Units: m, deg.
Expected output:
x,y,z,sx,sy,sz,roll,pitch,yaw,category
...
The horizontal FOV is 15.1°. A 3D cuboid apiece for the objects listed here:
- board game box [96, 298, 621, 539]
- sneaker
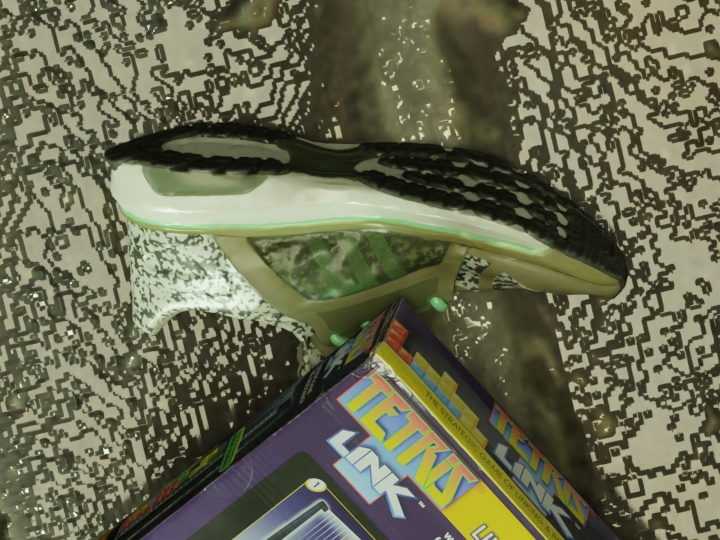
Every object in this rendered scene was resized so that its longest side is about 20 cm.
x,y,z,sx,sy,sz,roll,pitch,yaw,category
0.017,0.137,1.012,0.165,0.057,0.200,-38,99,21,board game box
0.000,0.000,1.021,0.200,0.077,0.089,9,111,7,sneaker
